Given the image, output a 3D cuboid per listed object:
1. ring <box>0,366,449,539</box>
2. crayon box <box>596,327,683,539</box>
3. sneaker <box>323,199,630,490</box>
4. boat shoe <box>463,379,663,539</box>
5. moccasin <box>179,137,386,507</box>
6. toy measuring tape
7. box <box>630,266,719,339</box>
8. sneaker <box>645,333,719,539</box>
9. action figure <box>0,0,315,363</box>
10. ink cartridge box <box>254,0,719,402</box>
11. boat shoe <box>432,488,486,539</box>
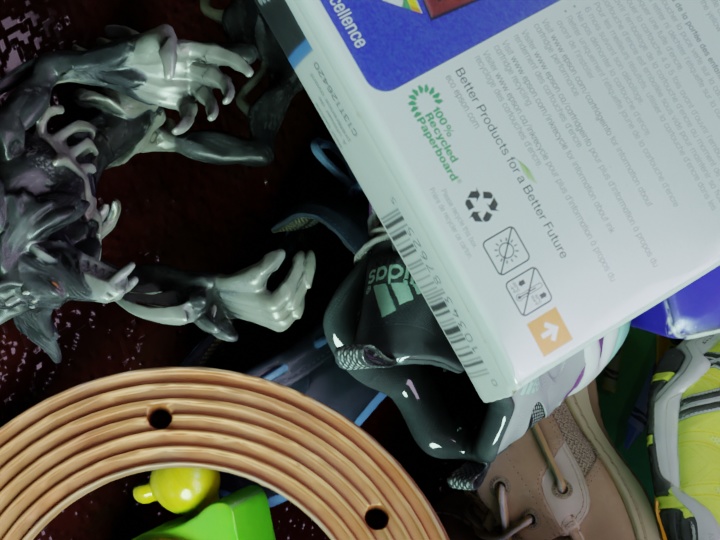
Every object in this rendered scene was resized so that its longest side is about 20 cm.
[{"bbox_3d":[-0.061,0.132,0.684,0.019,0.200,0.201,103,7,-77],"label":"ring"},{"bbox_3d":[0.151,0.031,0.964,0.119,0.058,0.200,-12,105,-46],"label":"crayon box"},{"bbox_3d":[0.024,-0.018,0.682,0.140,0.078,0.200,-46,121,-44],"label":"sneaker"},{"bbox_3d":[0.072,0.091,0.827,0.064,0.071,0.200,-6,59,-18],"label":"boat shoe"},{"bbox_3d":[0.000,0.000,0.776,0.200,0.080,0.068,-57,136,-26],"label":"moccasin"},{"bbox_3d":[-0.054,0.162,0.738,0.074,0.074,0.200,-16,97,-45],"label":"toy measuring tape"},{"bbox_3d":[0.126,-0.084,0.781,0.105,0.184,0.200,-17,92,-2],"label":"box"},{"bbox_3d":[0.170,0.054,0.847,0.200,0.076,0.075,-66,145,-45],"label":"sneaker"},{"bbox_3d":[-0.066,-0.039,0.684,0.200,0.102,0.119,-51,141,-32],"label":"action figure"},{"bbox_3d":[0.076,-0.092,0.655,0.200,0.047,0.198,-29,88,-21],"label":"ink cartridge box"},{"bbox_3d":[0.080,0.172,0.898,0.074,0.076,0.200,-55,132,-34],"label":"boat shoe"}]
